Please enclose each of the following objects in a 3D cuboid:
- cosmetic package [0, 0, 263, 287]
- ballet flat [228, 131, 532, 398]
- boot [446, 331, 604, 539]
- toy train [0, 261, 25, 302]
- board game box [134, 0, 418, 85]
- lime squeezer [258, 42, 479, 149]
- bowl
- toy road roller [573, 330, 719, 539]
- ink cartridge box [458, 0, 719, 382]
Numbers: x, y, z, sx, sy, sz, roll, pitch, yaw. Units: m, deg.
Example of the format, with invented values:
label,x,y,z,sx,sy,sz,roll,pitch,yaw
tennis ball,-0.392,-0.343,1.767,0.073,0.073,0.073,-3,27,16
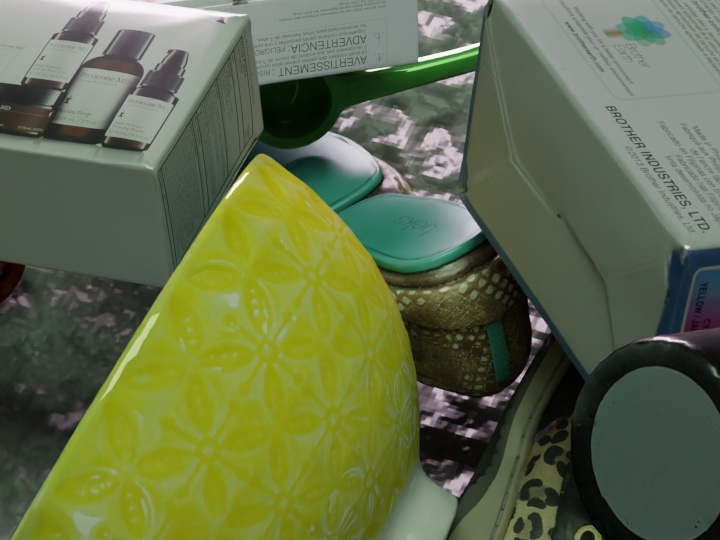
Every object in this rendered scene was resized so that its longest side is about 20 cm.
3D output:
label,x,y,z,sx,sy,sz,roll,pitch,yaw
cosmetic package,-0.138,-0.053,0.788,0.199,0.051,0.083,9,40,16
ballet flat,0.000,0.000,0.885,0.070,0.065,0.200,-25,23,-14
boot,0.108,0.093,0.808,0.150,0.073,0.200,22,44,12
toy train,-0.161,-0.045,0.901,0.085,0.116,0.200,30,56,23
board game box,-0.076,-0.104,0.933,0.126,0.035,0.200,-9,20,-21
lime squeezer,-0.036,-0.066,0.933,0.199,0.038,0.071,1,16,24
bowl,-0.035,0.076,0.764,0.107,0.200,0.200,30,53,-1
toy road roller,0.137,0.102,0.604,0.123,0.201,0.146,-5,12,-43
ink cartridge box,0.148,-0.025,0.755,0.199,0.077,0.137,-8,39,-20
